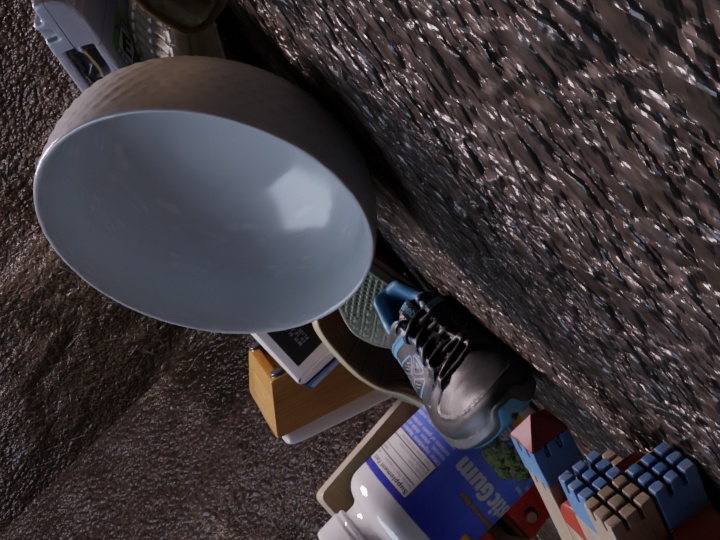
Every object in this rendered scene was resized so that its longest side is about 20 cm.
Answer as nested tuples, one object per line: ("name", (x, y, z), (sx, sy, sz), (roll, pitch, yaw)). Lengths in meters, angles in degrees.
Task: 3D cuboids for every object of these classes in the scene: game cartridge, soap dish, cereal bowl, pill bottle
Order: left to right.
("game cartridge", (-0.159, -0.154, 0.753), (0.201, 0.040, 0.135), (61, -163, -51))
("cereal bowl", (-0.085, -0.052, 0.648), (0.200, 0.198, 0.084), (51, -145, -40))
("soap dish", (-0.028, 0.101, 1.223), (0.082, 0.198, 0.157), (67, 170, -17))
("pill bottle", (0.063, 0.180, 0.909), (0.112, 0.200, 0.112), (45, 176, 4))

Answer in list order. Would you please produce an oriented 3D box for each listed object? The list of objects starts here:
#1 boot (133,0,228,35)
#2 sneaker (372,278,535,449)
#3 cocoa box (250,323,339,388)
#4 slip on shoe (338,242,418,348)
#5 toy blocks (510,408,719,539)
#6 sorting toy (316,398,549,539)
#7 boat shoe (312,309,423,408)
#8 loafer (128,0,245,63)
("boot", (-0.163, -0.218, 0.527), (0.200, 0.066, 0.175), (46, -172, 30))
("sneaker", (0.056, 0.063, 0.779), (0.082, 0.073, 0.200), (49, 175, -19))
("cocoa box", (-0.075, 0.000, 1.090), (0.200, 0.133, 0.131), (46, 176, 9))
("slip on shoe", (0.000, 0.000, 0.901), (0.200, 0.073, 0.062), (43, -147, -38))
("toy blocks", (0.152, 0.145, 0.559), (0.138, 0.099, 0.200), (62, 170, -27))
("sorting toy", (0.095, 0.223, 1.085), (0.200, 0.199, 0.069), (48, 160, -9))
("boat shoe", (0.024, 0.079, 1.003), (0.199, 0.073, 0.065), (32, 161, -30))
("loafer", (-0.093, -0.117, 0.711), (0.076, 0.068, 0.201), (44, 158, 35))
